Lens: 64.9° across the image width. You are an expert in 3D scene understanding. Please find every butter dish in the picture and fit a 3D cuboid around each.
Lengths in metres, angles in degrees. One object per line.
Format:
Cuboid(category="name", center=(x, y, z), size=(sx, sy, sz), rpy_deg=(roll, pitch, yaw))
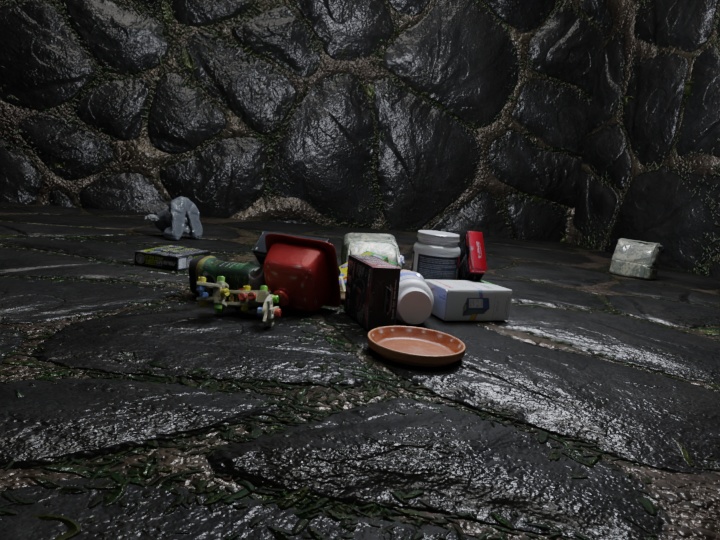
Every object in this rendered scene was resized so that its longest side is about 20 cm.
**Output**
Cuboid(category="butter dish", center=(-0.164, 0.030, 1.386), size=(0.198, 0.201, 0.148), rpy_deg=(10, 37, 20))

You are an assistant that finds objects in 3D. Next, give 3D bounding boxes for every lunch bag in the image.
Cuboid(category="lunch bag", center=(0.036, -0.032, 1.863), size=(0.198, 0.140, 0.168), rpy_deg=(2, 29, -6))
Cuboid(category="lunch bag", center=(1.274, -0.056, 2.608), size=(0.139, 0.169, 0.199), rpy_deg=(-4, 14, -41))

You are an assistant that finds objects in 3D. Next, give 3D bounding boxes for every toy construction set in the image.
Cuboid(category="toy construction set", center=(-0.262, 0.065, 1.276), size=(0.198, 0.093, 0.131), rpy_deg=(15, -13, 11))

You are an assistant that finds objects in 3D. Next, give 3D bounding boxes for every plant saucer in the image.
Cuboid(category="plant saucer", center=(0.112, 0.154, 1.148), size=(0.198, 0.033, 0.200), rpy_deg=(6, 11, -1))

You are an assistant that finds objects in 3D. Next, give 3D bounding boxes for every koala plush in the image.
Cuboid(category="koala plush", center=(-0.814, -0.220, 2.450), size=(0.198, 0.186, 0.177), rpy_deg=(-2, 4, 33))

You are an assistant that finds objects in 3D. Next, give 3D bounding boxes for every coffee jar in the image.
Cuboid(category="coffee jar", center=(-0.339, 0.024, 1.427), size=(0.198, 0.105, 0.085), rpy_deg=(10, 22, 22))

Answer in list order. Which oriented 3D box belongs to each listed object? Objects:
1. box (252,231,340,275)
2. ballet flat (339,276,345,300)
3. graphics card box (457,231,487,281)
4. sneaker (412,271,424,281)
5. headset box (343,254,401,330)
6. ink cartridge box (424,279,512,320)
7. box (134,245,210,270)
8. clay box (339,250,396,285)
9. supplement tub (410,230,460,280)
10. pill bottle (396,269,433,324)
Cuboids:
Cuboid(category="box", center=(-0.169, -0.023, 1.520), size=(0.198, 0.079, 0.142), rpy_deg=(8, -34, 21))
Cuboid(category="ballet flat", center=(-0.042, 0.053, 1.549), size=(0.198, 0.070, 0.069), rpy_deg=(11, 11, 26))
Cuboid(category="graphics card box", center=(0.315, -0.011, 1.671), size=(0.050, 0.127, 0.200), rpy_deg=(3, -29, -8))
Cuboid(category="sneaker", center=(0.083, 0.057, 1.560), size=(0.199, 0.076, 0.088), rpy_deg=(-13, 13, 38))
Cuboid(category="headset box", center=(0.028, 0.051, 1.350), size=(0.074, 0.150, 0.200), rpy_deg=(2, 9, -20))
Cuboid(category="ink cartridge box", center=(0.281, 0.078, 1.524), size=(0.198, 0.088, 0.145), rpy_deg=(3, 9, -22))
Cuboid(category="box", center=(-0.610, -0.044, 1.854), size=(0.159, 0.045, 0.200), rpy_deg=(7, 10, 14))
Cuboid(category="clay box", center=(0.000, 0.000, 1.690), size=(0.199, 0.048, 0.115), rpy_deg=(-32, 27, -24))
Cuboid(category="supplement tub", center=(0.217, -0.010, 1.652), size=(0.139, 0.202, 0.140), rpy_deg=(5, 10, -1))
Cuboid(category="pill bottle", center=(0.121, 0.069, 1.409), size=(0.111, 0.113, 0.200), rpy_deg=(5, 10, -5))
